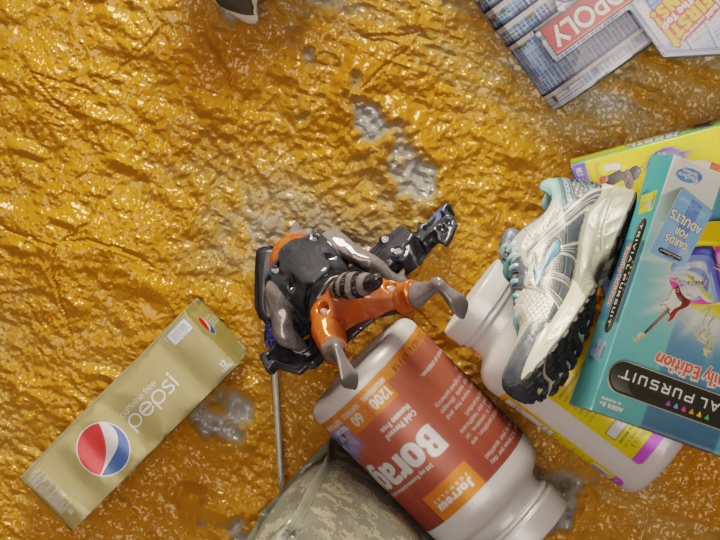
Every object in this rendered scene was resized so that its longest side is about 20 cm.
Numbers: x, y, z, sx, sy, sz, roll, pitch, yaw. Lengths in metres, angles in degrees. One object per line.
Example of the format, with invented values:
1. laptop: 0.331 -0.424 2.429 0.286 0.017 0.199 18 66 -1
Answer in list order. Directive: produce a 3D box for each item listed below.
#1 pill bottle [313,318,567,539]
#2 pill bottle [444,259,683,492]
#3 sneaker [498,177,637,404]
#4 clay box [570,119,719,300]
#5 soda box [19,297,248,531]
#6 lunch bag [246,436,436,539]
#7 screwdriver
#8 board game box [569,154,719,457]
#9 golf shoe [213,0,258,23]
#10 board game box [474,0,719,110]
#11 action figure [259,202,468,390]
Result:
1. pill bottle: 0.067 0.144 1.713 0.200 0.112 0.112 45 100 -2
2. pill bottle: 0.167 0.079 1.698 0.199 0.104 0.105 37 100 -1
3. sneaker: 0.140 0.013 1.630 0.086 0.078 0.201 19 58 15
4. clay box: 0.275 -0.057 1.695 0.199 0.048 0.116 -15 97 8
5. soda box: -0.185 0.118 1.756 0.200 0.068 0.064 -44 93 10
6. lunch bag: -0.006 0.242 1.691 0.164 0.200 0.118 42 100 -3
7. screwdriver: -0.071 0.080 1.756 0.028 0.029 0.202 -2 93 6
8. board game box: 0.263 0.032 1.624 0.150 0.047 0.201 19 87 -15
9. golf shoe: -0.048 -0.283 1.689 0.200 0.077 0.088 -37 113 13
10. board game box: 0.201 -0.221 1.670 0.199 0.062 0.200 -36 93 9
11. action figure: 0.000 0.000 1.673 0.200 0.193 0.105 -44 124 -13
